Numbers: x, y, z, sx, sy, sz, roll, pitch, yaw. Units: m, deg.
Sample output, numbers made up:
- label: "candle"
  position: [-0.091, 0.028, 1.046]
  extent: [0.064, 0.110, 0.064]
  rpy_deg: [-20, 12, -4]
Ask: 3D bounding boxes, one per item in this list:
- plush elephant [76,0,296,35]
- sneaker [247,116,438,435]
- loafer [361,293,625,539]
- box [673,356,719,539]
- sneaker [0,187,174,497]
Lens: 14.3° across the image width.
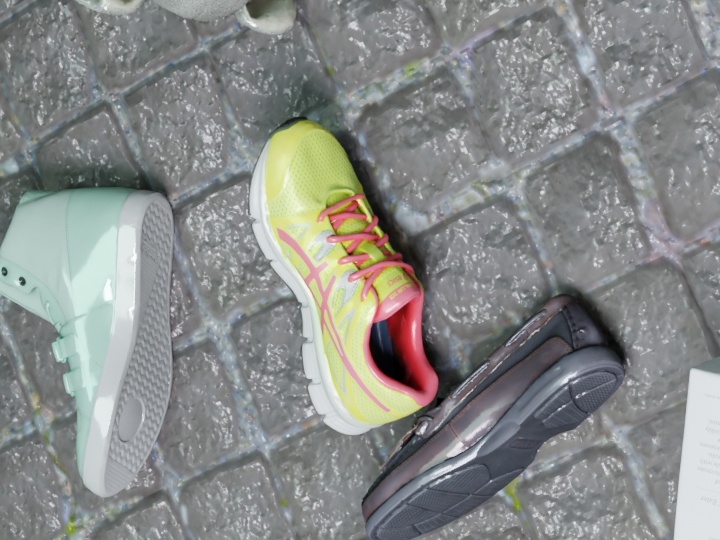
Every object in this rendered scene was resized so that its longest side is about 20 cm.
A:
- label: "plush elephant"
  position: [-0.097, -0.223, 1.721]
  extent: [0.200, 0.164, 0.155]
  rpy_deg: [145, 117, -62]
- label: "sneaker"
  position: [0.000, 0.000, 1.735]
  extent: [0.090, 0.078, 0.201]
  rpy_deg: [-6, 107, 50]
- label: "loafer"
  position: [0.074, 0.091, 1.726]
  extent: [0.200, 0.072, 0.063]
  rpy_deg: [-39, 57, 26]
- label: "box"
  position: [0.249, 0.153, 1.593]
  extent: [0.124, 0.097, 0.201]
  rpy_deg: [12, 105, 31]
- label: "sneaker"
  position: [-0.188, 0.043, 1.876]
  extent: [0.118, 0.074, 0.201]
  rpy_deg: [7, 93, 26]
